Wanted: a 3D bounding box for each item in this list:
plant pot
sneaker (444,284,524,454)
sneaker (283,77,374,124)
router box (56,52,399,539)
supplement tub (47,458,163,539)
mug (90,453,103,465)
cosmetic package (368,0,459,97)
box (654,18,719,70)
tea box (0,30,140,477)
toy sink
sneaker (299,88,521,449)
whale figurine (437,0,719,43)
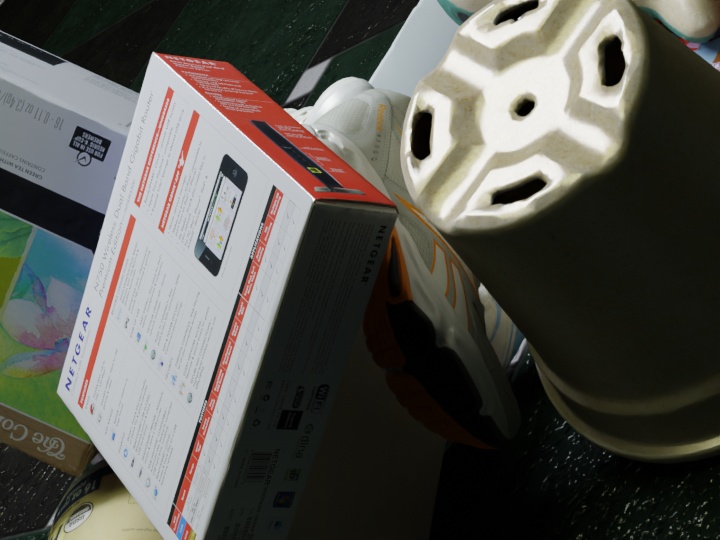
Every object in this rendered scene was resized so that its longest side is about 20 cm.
[{"bbox_3d":[0.122,-0.037,0.939,0.199,0.183,0.202,-22,50,29],"label":"plant pot"},{"bbox_3d":[0.032,0.091,1.152,0.201,0.072,0.072,-53,47,17],"label":"sneaker"},{"bbox_3d":[-0.041,-0.082,1.302,0.073,0.085,0.200,-34,-14,-24],"label":"sneaker"},{"bbox_3d":[-0.073,0.018,0.971,0.179,0.048,0.202,44,121,48],"label":"router box"},{"bbox_3d":[-0.119,0.211,1.098,0.144,0.144,0.201,-37,23,24],"label":"supplement tub"},{"bbox_3d":[-0.115,0.058,1.358,0.153,0.185,0.151,-112,32,-74],"label":"mug"},{"bbox_3d":[0.027,-0.112,1.412,0.151,0.051,0.200,-57,-3,-28],"label":"cosmetic package"},{"bbox_3d":[0.205,-0.154,1.192,0.199,0.039,0.137,15,63,46],"label":"box"},{"bbox_3d":[-0.201,-0.021,1.139,0.134,0.198,0.198,-63,-4,-78],"label":"tea box"},{"bbox_3d":[-0.035,0.084,1.075,0.111,0.130,0.202,-4,72,47],"label":"toy sink"},{"bbox_3d":[0.040,-0.004,1.009,0.092,0.201,0.075,-38,16,-31],"label":"sneaker"},{"bbox_3d":[0.134,-0.182,1.187,0.198,0.104,0.160,19,63,20],"label":"whale figurine"}]
